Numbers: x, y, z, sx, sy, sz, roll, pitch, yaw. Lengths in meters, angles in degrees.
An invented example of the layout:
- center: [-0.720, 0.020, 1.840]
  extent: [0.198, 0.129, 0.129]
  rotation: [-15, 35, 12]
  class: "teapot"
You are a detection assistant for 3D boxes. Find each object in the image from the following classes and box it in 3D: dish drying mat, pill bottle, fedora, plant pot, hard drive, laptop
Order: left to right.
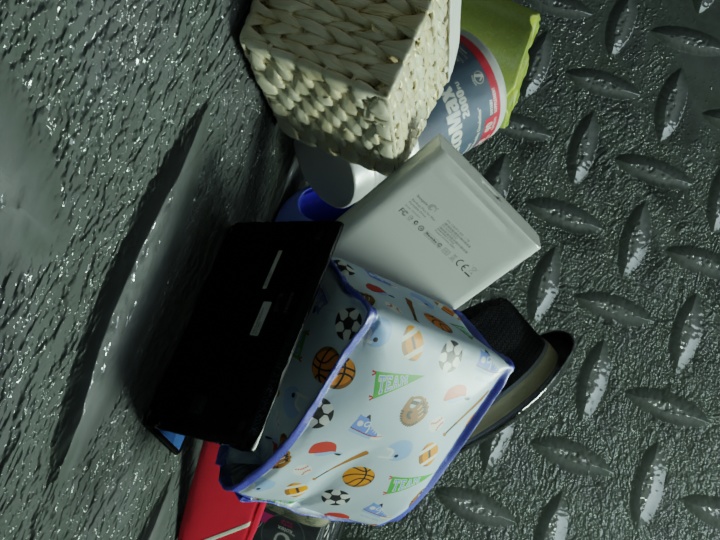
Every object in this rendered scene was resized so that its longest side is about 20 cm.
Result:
- center: [-0.118, 0.198, 0.827]
  extent: [0.018, 0.075, 0.202]
  rotation: [-93, -161, -51]
  class: "dish drying mat"
- center: [-0.088, 0.063, 0.713]
  extent: [0.103, 0.197, 0.180]
  rotation: [39, 63, -41]
  class: "laptop"
- center: [0.038, -0.145, 0.866]
  extent: [0.198, 0.119, 0.121]
  rotation: [-33, 151, -29]
  class: "pill bottle"
- center: [0.037, -0.008, 0.764]
  extent: [0.199, 0.131, 0.027]
  rotation: [-37, -154, 27]
  class: "hard drive"
- center: [0.102, -0.252, 1.019]
  extent: [0.200, 0.181, 0.204]
  rotation: [18, 90, -82]
  class: "plant pot"
- center: [0.110, 0.095, 0.879]
  extent: [0.199, 0.092, 0.201]
  rotation: [-36, -173, 5]
  class: "fedora"

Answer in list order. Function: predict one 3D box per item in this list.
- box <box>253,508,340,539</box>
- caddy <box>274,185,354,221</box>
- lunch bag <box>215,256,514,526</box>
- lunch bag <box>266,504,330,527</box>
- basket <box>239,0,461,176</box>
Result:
- center: [-0.086, 0.303, 1.148]
  extent: [0.200, 0.120, 0.108]
  rotation: [-43, 151, -73]
  class: "box"
- center: [0.000, 0.000, 0.887]
  extent: [0.143, 0.197, 0.105]
  rotation: [-65, -173, -27]
  class: "caddy"
- center: [-0.005, 0.110, 0.723]
  extent: [0.202, 0.168, 0.124]
  rotation: [-60, -146, 12]
  class: "lunch bag"
- center: [-0.054, 0.153, 0.982]
  extent: [0.169, 0.137, 0.202]
  rotation: [105, 8, -57]
  class: "lunch bag"
- center: [-0.005, -0.171, 0.689]
  extent: [0.200, 0.133, 0.125]
  rotation: [70, 44, -77]
  class: "basket"
